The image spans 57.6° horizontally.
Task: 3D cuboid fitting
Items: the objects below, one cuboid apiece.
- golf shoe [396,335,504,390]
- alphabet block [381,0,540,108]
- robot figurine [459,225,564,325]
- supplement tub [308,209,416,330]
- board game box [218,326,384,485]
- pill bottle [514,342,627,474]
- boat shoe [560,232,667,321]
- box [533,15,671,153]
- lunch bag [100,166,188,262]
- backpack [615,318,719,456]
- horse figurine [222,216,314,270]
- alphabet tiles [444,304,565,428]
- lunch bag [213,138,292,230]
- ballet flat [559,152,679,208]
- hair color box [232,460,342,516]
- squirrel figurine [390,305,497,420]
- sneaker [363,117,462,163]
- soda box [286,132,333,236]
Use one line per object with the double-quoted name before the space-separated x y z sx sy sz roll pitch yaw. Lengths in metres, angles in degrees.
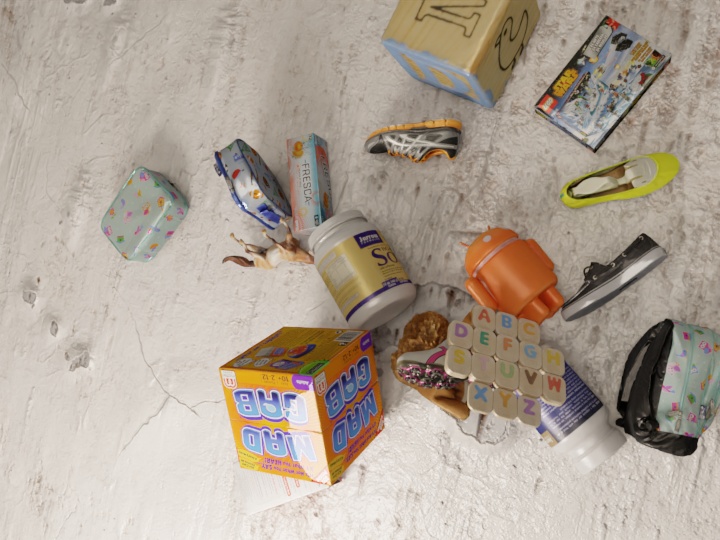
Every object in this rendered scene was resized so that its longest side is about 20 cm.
"golf shoe" 0.152 0.145 1.074 0.199 0.073 0.092 3 55 -13
"alphabet block" 0.186 -0.444 1.193 0.196 0.195 0.201 29 97 21
"robot figurine" 0.263 0.007 1.151 0.144 0.117 0.200 -43 70 13
"supplement tub" 0.000 0.000 1.249 0.145 0.145 0.200 -36 73 16
"board game box" -0.099 0.232 1.182 0.199 0.200 0.201 0 107 30
"pill bottle" 0.339 0.231 1.096 0.116 0.116 0.200 -44 70 13
"boat shoe" 0.418 0.009 1.114 0.200 0.070 0.066 -39 64 14
"box" 0.425 -0.329 1.159 0.137 0.040 0.200 42 101 20
"lunch bag" -0.501 -0.133 1.514 0.160 0.077 0.200 44 101 22
"backpack" 0.493 0.179 1.028 0.126 0.167 0.201 17 88 4
"horse figurine" -0.188 -0.041 1.361 0.199 0.133 0.050 -16 48 26
"alphabet tiles" 0.232 0.146 1.039 0.199 0.015 0.196 16 51 -5
"lunch bag" -0.215 -0.167 1.329 0.075 0.200 0.161 -29 73 9
"ballet flat" 0.441 -0.154 1.119 0.199 0.067 0.067 -16 78 21
"hair color box" -0.148 0.406 1.315 0.199 0.064 0.111 -25 74 20
"squirrel figurine" 0.160 0.141 1.175 0.200 0.141 0.187 28 89 21
"sneaker" 0.099 -0.245 1.272 0.199 0.078 0.078 -4 92 24
"soda box" -0.104 -0.177 1.356 0.068 0.064 0.201 -8 82 22
